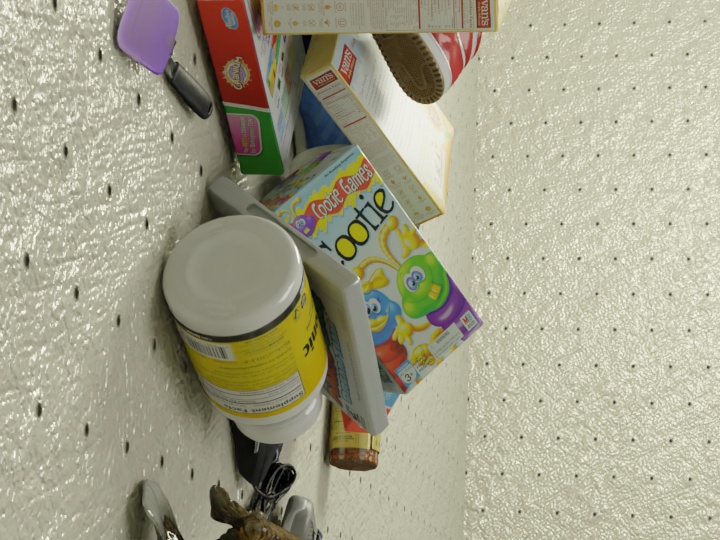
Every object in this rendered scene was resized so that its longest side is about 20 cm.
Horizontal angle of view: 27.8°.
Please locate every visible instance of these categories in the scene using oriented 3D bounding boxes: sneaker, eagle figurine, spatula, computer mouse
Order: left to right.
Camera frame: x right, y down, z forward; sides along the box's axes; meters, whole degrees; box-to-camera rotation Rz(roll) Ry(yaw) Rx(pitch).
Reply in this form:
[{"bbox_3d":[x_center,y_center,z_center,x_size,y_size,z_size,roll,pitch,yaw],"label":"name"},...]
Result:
[{"bbox_3d":[-0.143,-0.159,1.116,0.200,0.020,0.057,62,43,-74],"label":"spatula"},{"bbox_3d":[-0.122,0.262,1.050,0.152,0.151,0.201,37,78,-27],"label":"eagle figurine"},{"bbox_3d":[-0.084,0.146,1.385,0.140,0.046,0.201,-59,148,-68],"label":"computer mouse"},{"bbox_3d":[-0.042,0.314,1.517,0.075,0.082,0.201,-75,162,-54],"label":"sneaker"},{"bbox_3d":[-0.020,-0.176,1.548,0.077,0.111,0.201,-76,162,-53],"label":"sneaker"},{"bbox_3d":[0.050,-0.270,1.382,0.112,0.071,0.201,-45,118,-44],"label":"sneaker"}]

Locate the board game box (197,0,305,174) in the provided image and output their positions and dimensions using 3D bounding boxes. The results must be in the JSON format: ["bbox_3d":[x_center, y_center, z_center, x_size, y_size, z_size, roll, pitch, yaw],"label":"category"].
[{"bbox_3d":[-0.093,-0.211,1.302,0.201,0.040,0.154,79,15,-47],"label":"board game box"}]

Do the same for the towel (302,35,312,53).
[{"bbox_3d":[-0.060,-0.323,1.471,0.148,0.049,0.201,52,35,-40],"label":"towel"}]

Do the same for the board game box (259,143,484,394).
[{"bbox_3d":[0.000,0.000,1.308,0.200,0.103,0.105,53,-18,-13],"label":"board game box"}]

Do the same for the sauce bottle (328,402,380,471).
[{"bbox_3d":[-0.002,0.143,1.783,0.066,0.066,0.201,66,27,-66],"label":"sauce bottle"}]

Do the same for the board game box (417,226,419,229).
[{"bbox_3d":[0.028,-0.111,1.641,0.135,0.034,0.201,50,-43,38],"label":"board game box"}]

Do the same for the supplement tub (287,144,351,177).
[{"bbox_3d":[-0.020,-0.010,1.459,0.145,0.144,0.201,67,25,-65],"label":"supplement tub"}]

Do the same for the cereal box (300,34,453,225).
[{"bbox_3d":[0.021,-0.161,1.410,0.200,0.039,0.144,51,31,-30],"label":"cereal box"}]

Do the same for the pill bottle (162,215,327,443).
[{"bbox_3d":[-0.087,0.057,1.190,0.200,0.111,0.112,78,16,-52],"label":"pill bottle"}]

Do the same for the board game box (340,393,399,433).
[{"bbox_3d":[0.009,0.052,1.590,0.153,0.040,0.201,117,-30,-44],"label":"board game box"}]

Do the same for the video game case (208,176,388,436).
[{"bbox_3d":[-0.053,0.033,1.270,0.024,0.182,0.201,-37,142,-22],"label":"video game case"}]

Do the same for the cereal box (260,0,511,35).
[{"bbox_3d":[0.026,-0.233,1.244,0.144,0.199,0.040,-65,154,-68],"label":"cereal box"}]
